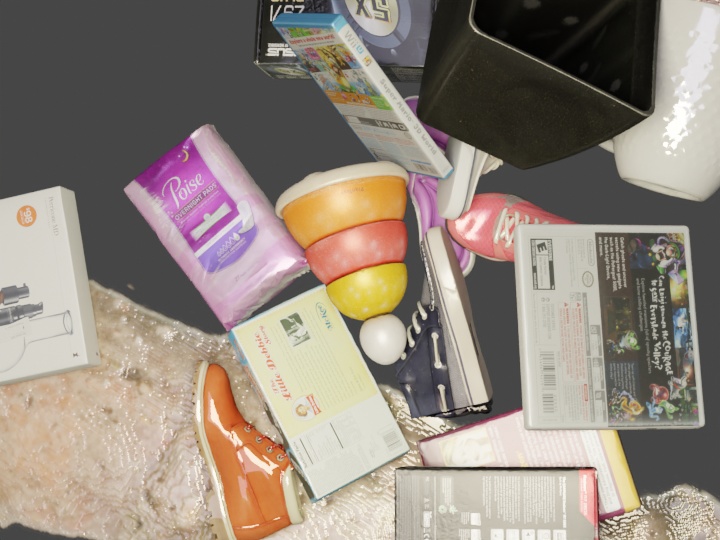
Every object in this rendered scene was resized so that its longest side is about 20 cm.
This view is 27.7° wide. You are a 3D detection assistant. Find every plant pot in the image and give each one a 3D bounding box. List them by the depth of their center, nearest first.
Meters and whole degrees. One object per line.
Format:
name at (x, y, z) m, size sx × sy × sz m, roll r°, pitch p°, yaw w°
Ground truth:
plant pot at (0.160, -0.217, 1.420) m, size 0.198 × 0.177 × 0.201 m, roll 22°, pitch 55°, yaw -16°

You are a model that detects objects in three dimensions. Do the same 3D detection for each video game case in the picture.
video game case at (0.242, 0.055, 1.429) m, size 0.179 × 0.023 × 0.203 m, roll 0°, pitch 77°, yaw -9°
video game case at (0.002, -0.177, 1.474) m, size 0.018 × 0.143 × 0.200 m, roll -45°, pitch 116°, yaw -13°

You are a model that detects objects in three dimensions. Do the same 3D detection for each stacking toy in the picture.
stacking toy at (0.000, 0.000, 1.504) m, size 0.144 × 0.146 × 0.203 m, roll -15°, pitch 79°, yaw 9°

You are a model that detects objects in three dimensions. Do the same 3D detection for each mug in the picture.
mug at (0.308, -0.172, 1.478) m, size 0.199 × 0.147 × 0.178 m, roll 17°, pitch 91°, yaw 42°

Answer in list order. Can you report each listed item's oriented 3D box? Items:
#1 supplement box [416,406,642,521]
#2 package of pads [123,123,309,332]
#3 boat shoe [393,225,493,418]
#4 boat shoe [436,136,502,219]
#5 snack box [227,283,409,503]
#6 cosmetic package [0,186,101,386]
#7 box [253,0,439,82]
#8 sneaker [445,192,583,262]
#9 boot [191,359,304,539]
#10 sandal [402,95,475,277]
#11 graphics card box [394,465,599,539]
supplement box at (0.172, 0.205, 1.480) m, size 0.198 × 0.103 × 0.133 m, roll -18°, pitch 83°, yaw 8°
package of pads at (-0.150, -0.046, 1.578) m, size 0.120 × 0.076 × 0.201 m, roll -38°, pitch 79°, yaw 4°
boat shoe at (0.071, 0.061, 1.517) m, size 0.092 × 0.075 × 0.203 m, roll -14°, pitch 94°, yaw 12°
boat shoe at (0.128, -0.138, 1.517) m, size 0.065 × 0.072 × 0.202 m, roll 19°, pitch 60°, yaw -9°
snack box at (-0.045, 0.129, 1.541) m, size 0.115 × 0.037 × 0.202 m, roll -25°, pitch 80°, yaw -18°
cosmetic package at (-0.381, 0.021, 1.630) m, size 0.149 × 0.052 × 0.203 m, roll -12°, pitch 83°, yaw 7°
box at (-0.006, -0.292, 1.566) m, size 0.197 × 0.086 × 0.166 m, roll 4°, pitch 87°, yaw 11°
sneaker at (0.185, -0.037, 1.496) m, size 0.198 × 0.087 × 0.075 m, roll 16°, pitch 88°, yaw 3°
boot at (-0.121, 0.188, 1.558) m, size 0.106 × 0.075 × 0.203 m, roll -13°, pitch 91°, yaw 6°
sandal at (0.083, -0.091, 1.549) m, size 0.081 × 0.050 × 0.205 m, roll -16°, pitch 83°, yaw 9°
graphics card box at (0.131, 0.252, 1.405) m, size 0.197 × 0.051 × 0.127 m, roll -2°, pitch 85°, yaw 9°
